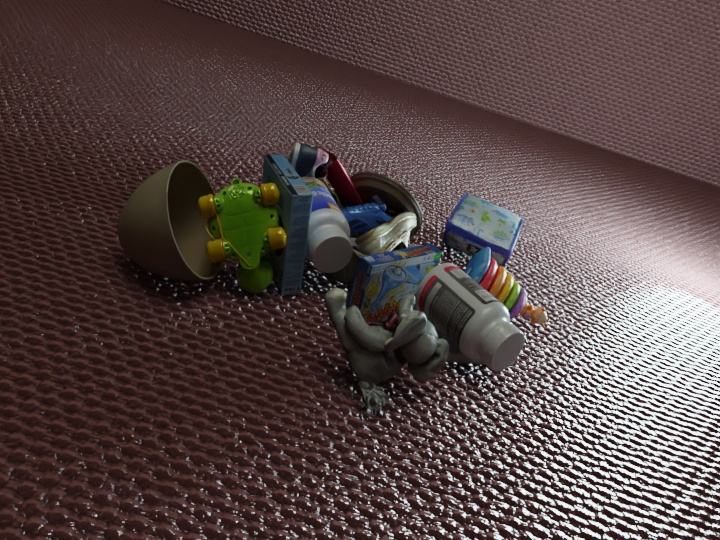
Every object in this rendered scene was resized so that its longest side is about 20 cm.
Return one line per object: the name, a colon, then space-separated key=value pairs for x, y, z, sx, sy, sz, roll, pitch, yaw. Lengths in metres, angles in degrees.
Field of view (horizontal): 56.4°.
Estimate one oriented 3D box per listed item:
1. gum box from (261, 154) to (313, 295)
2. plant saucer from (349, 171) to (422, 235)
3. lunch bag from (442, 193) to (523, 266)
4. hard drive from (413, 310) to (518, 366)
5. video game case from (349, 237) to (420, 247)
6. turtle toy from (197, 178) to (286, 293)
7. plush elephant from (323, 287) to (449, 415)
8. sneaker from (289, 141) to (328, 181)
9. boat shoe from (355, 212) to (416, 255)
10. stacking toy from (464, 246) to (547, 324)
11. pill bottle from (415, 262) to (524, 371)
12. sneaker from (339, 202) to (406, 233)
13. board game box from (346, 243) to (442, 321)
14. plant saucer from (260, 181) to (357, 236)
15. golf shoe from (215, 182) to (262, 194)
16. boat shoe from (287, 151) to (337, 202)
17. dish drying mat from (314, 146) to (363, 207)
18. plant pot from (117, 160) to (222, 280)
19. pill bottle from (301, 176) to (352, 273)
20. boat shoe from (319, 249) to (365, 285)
gum box: x=-0.145 y=-0.086 z=1.253 sx=0.043 sy=0.205 sz=0.171 roll=-5 pitch=33 yaw=-25
plant saucer: x=0.047 y=-0.139 z=1.519 sx=0.196 sy=0.202 sz=0.030 roll=25 pitch=59 yaw=12
lunch bag: x=0.296 y=-0.092 z=1.627 sx=0.167 sy=0.130 sz=0.200 roll=23 pitch=17 yaw=10
hard drive: x=0.184 y=0.126 z=1.261 sx=0.195 sy=0.027 sz=0.133 roll=6 pitch=29 yaw=-22
video game case: x=0.028 y=-0.054 z=1.434 sx=0.195 sy=0.019 sz=0.142 roll=5 pitch=1 yaw=-27
turtle toy: x=-0.202 y=-0.061 z=1.188 sx=0.142 sy=0.206 sz=0.101 roll=-10 pitch=3 yaw=-6
plush elephant: x=0.051 y=0.106 z=1.056 sx=0.152 sy=0.166 sz=0.203 roll=-26 pitch=52 yaw=2
sneaker: x=-0.110 y=-0.192 z=1.409 sx=0.080 sy=0.201 sz=0.072 roll=10 pitch=69 yaw=-3
boat shoe: x=0.061 y=-0.061 z=1.313 sx=0.066 sy=0.071 sz=0.199 roll=59 pitch=33 yaw=1
stacking toy: x=0.307 y=0.057 z=1.410 sx=0.197 sy=0.117 sz=0.110 roll=32 pitch=27 yaw=-3
pill bottle: x=0.195 y=0.084 z=1.193 sx=0.109 sy=0.113 sz=0.200 roll=-5 pitch=35 yaw=-38
sneaker: x=0.007 y=-0.121 z=1.450 sx=0.195 sy=0.080 sz=0.066 roll=11 pitch=29 yaw=-11
board game box: x=0.060 y=0.029 z=1.244 sx=0.197 sy=0.138 sz=0.034 roll=-12 pitch=39 yaw=-44
plant saucer: x=-0.123 y=-0.125 z=1.513 sx=0.195 sy=0.049 sz=0.201 roll=5 pitch=30 yaw=-24
golf shoe: x=-0.231 y=-0.148 z=1.414 sx=0.194 sy=0.078 sz=0.092 roll=-6 pitch=14 yaw=4
boat shoe: x=-0.120 y=-0.211 z=1.537 sx=0.074 sy=0.075 sz=0.200 roll=-7 pitch=36 yaw=-40
dish drying mat: x=-0.040 y=-0.184 z=1.448 sx=0.076 sy=0.201 sz=0.018 roll=27 pitch=69 yaw=34
plant pot: x=-0.338 y=-0.075 z=1.162 sx=0.131 sy=0.205 sz=0.201 roll=-10 pitch=23 yaw=14
pill bottle: x=-0.084 y=-0.087 z=1.305 sx=0.109 sy=0.114 sz=0.201 roll=3 pitch=34 yaw=-27
boat shoe: x=0.000 y=0.000 z=1.348 sx=0.194 sy=0.074 sz=0.065 roll=11 pitch=-11 yaw=12
